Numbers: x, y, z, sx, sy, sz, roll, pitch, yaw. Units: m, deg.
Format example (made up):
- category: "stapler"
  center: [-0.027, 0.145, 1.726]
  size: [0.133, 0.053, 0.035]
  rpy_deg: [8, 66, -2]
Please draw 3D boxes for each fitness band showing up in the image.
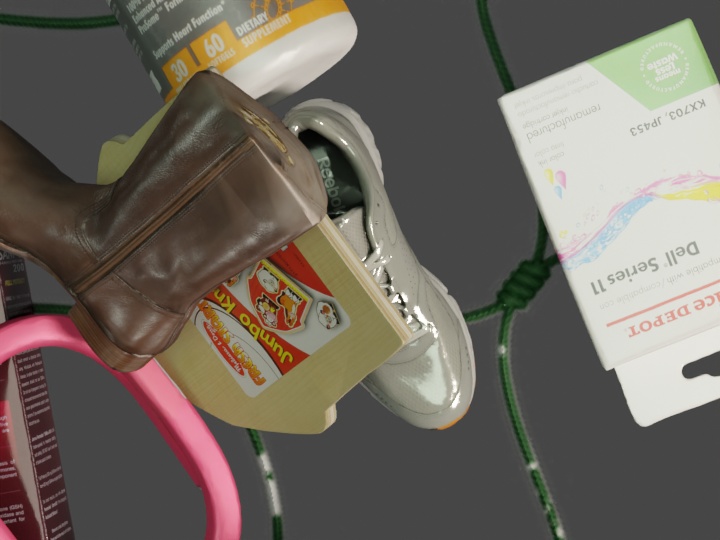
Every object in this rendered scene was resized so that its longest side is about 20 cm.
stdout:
- category: "fitness band"
  center: [-0.155, 0.118, 1.126]
  size: [0.143, 0.037, 0.201]
  rpy_deg: [-40, 102, -19]

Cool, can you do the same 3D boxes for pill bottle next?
- category: "pill bottle"
  center: [-0.096, -0.185, 1.106]
  size: [0.116, 0.116, 0.201]
  rpy_deg: [-31, 88, 8]

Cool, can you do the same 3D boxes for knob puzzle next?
- category: "knob puzzle"
  center: [-0.073, 0.004, 1.107]
  size: [0.218, 0.030, 0.221]
  rpy_deg: [21, 128, 29]

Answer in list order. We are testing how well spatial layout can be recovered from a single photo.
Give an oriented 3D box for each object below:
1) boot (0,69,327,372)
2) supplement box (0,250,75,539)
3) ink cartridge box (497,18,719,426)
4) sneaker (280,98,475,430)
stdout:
- category: "boot"
  center: [-0.122, -0.058, 1.044]
  size: [0.187, 0.064, 0.200]
  rpy_deg: [47, 137, -2]
- category: "supplement box"
  center: [-0.237, 0.088, 1.164]
  size: [0.108, 0.061, 0.202]
  rpy_deg: [-9, 92, 7]
- category: "ink cartridge box"
  center: [0.165, -0.022, 1.100]
  size: [0.116, 0.067, 0.201]
  rpy_deg: [-22, 89, 8]
- category: "sneaker"
  center: [0.000, 0.000, 1.112]
  size: [0.075, 0.092, 0.201]
  rpy_deg: [-28, 89, 7]
